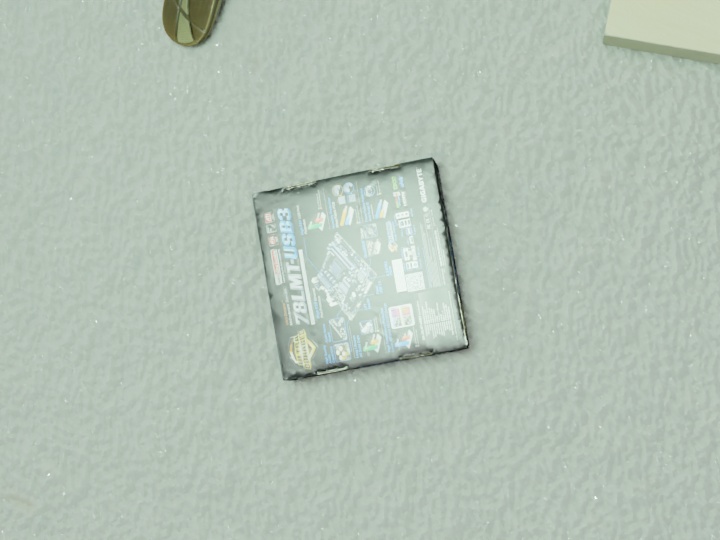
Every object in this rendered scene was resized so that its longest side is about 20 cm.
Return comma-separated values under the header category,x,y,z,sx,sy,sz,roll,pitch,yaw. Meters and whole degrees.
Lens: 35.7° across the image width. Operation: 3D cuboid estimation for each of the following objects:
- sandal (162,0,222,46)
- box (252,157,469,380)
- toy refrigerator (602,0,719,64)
category,x,y,z,sx,sy,sz,roll,pitch,yaw
sandal,-0.155,-0.339,1.215,0.080,0.054,0.202,28,105,16
box,0.000,0.000,1.163,0.196,0.050,0.203,-11,85,9
toy refrigerator,0.347,-0.250,1.115,0.198,0.070,0.077,11,95,10
